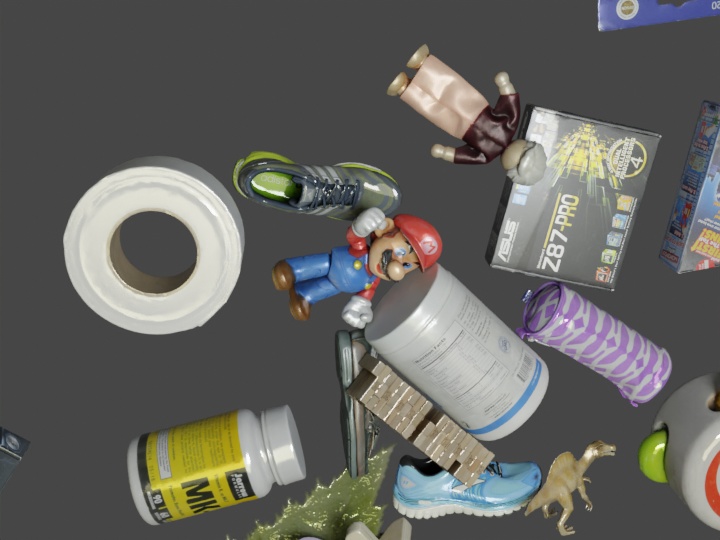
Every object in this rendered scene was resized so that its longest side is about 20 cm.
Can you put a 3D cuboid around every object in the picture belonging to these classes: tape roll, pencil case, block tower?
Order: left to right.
[{"bbox_3d":[-0.236,-0.029,1.006,0.202,0.071,0.203,-2,107,-5],"label":"tape roll"},{"bbox_3d":[0.070,0.185,1.058,0.200,0.054,0.058,42,80,-18],"label":"block tower"},{"bbox_3d":[0.294,0.091,1.082,0.200,0.084,0.086,30,94,-14],"label":"pencil case"}]

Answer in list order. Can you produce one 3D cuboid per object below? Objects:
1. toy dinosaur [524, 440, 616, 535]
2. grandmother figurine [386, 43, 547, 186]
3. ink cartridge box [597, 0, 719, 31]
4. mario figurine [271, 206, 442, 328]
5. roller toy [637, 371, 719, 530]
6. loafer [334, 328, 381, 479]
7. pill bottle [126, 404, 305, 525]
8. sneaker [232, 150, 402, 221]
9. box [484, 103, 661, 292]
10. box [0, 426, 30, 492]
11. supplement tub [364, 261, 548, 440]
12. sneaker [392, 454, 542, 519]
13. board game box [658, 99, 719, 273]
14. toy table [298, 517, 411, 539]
[{"bbox_3d":[0.260,0.291,1.137,0.200,0.058,0.101,-26,117,-36],"label":"toy dinosaur"},{"bbox_3d":[0.131,-0.170,0.978,0.200,0.061,0.121,40,121,-1],"label":"grandmother figurine"},{"bbox_3d":[0.360,-0.380,0.962,0.199,0.041,0.200,-9,108,-2],"label":"ink cartridge box"},{"bbox_3d":[0.000,0.000,1.006,0.200,0.123,0.106,-21,71,12],"label":"mario figurine"},{"bbox_3d":[0.486,0.235,1.116,0.182,0.140,0.200,35,101,-15],"label":"roller toy"},{"bbox_3d":[0.006,0.170,1.093,0.063,0.072,0.200,-7,106,-9],"label":"loafer"},{"bbox_3d":[-0.176,0.237,1.072,0.200,0.114,0.114,-15,108,0],"label":"pill bottle"},{"bbox_3d":[-0.049,-0.089,0.997,0.200,0.081,0.074,5,107,-7],"label":"sneaker"},{"bbox_3d":[0.253,-0.087,1.042,0.161,0.049,0.200,12,105,-5],"label":"box"},{"bbox_3d":[-0.538,0.264,1.086,0.160,0.044,0.200,33,102,-13],"label":"box"},{"bbox_3d":[0.118,0.099,1.046,0.200,0.132,0.132,42,100,-15],"label":"supplement tub"},{"bbox_3d":[0.141,0.269,1.131,0.200,0.078,0.090,-5,103,-5],"label":"sneaker"},{"bbox_3d":[0.467,-0.075,1.058,0.200,0.062,0.200,22,105,-11],"label":"board game box"},{"bbox_3d":[0.008,0.411,1.121,0.117,0.184,0.200,-33,121,22],"label":"toy table"}]
